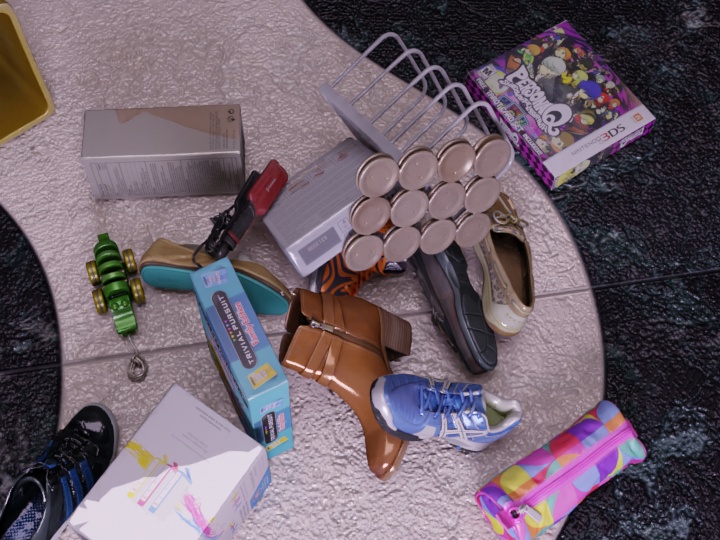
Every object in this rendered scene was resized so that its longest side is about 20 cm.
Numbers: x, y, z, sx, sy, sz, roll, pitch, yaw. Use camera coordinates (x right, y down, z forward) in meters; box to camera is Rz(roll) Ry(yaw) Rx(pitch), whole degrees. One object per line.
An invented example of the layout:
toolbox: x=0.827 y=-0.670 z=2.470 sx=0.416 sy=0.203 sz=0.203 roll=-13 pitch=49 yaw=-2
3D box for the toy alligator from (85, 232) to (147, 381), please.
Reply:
toy alligator: x=-0.288 y=0.032 z=1.184 sx=0.058 sy=0.055 sz=0.203 roll=-16 pitch=64 yaw=-10

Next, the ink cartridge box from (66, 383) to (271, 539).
ink cartridge box: x=-0.200 y=0.250 z=1.035 sx=0.124 sy=0.129 sz=0.201 roll=31 pitch=66 yaw=13

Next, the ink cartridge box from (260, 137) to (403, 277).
ink cartridge box: x=-0.039 y=-0.083 z=1.202 sx=0.159 sy=0.048 sz=0.200 roll=-36 pitch=24 yaw=-4

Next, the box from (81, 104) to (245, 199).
box: x=-0.246 y=-0.149 z=1.258 sx=0.195 sy=0.095 sz=0.079 roll=-2 pitch=61 yaw=-4

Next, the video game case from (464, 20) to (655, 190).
video game case: x=0.269 y=-0.228 z=1.349 sx=0.179 sy=0.036 sz=0.201 roll=-28 pitch=67 yaw=-17

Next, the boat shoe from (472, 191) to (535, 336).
boat shoe: x=0.181 y=-0.020 z=1.209 sx=0.072 sy=0.063 sz=0.203 roll=9 pitch=56 yaw=-22

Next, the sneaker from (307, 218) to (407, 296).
sneaker: x=0.000 y=0.000 z=1.198 sx=0.110 sy=0.078 sz=0.203 roll=11 pitch=63 yaw=5

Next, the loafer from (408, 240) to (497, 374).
loafer: x=0.108 y=0.039 z=1.200 sx=0.062 sy=0.071 sz=0.203 roll=-32 pitch=59 yaw=28

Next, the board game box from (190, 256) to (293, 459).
board game box: x=-0.125 y=0.102 z=1.072 sx=0.046 sy=0.201 sz=0.153 roll=-23 pitch=65 yaw=-13

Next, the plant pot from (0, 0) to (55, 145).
plant pot: x=-0.544 y=-0.275 z=1.264 sx=0.194 sy=0.196 sz=0.200 roll=-36 pitch=63 yaw=-19

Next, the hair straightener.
hair straightener: x=-0.151 y=-0.055 z=1.203 sx=0.041 sy=0.076 sz=0.202 roll=47 pitch=41 yaw=-26

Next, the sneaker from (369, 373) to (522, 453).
sneaker: x=0.092 y=0.144 z=1.073 sx=0.197 sy=0.077 sz=0.077 roll=15 pitch=56 yaw=-39

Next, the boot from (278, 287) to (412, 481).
boot: x=-0.016 y=0.120 z=1.096 sx=0.153 sy=0.076 sz=0.204 roll=19 pitch=64 yaw=-28

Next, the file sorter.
file sorter: x=0.071 y=-0.176 z=1.208 sx=0.124 sy=0.139 sz=0.200 roll=-43 pitch=51 yaw=0

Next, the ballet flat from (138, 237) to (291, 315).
ballet flat: x=-0.169 y=-0.001 z=1.202 sx=0.196 sy=0.069 sz=0.064 roll=14 pitch=48 yaw=4

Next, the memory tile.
memory tile: x=0.074 y=-0.078 z=1.122 sx=0.196 sy=0.155 sz=0.017 roll=-12 pitch=43 yaw=-25

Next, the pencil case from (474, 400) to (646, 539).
pencil case: x=0.219 y=0.225 z=1.088 sx=0.198 sy=0.089 sz=0.089 roll=-33 pitch=68 yaw=-18

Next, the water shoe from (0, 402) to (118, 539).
water shoe: x=-0.326 y=0.228 z=1.068 sx=0.070 sy=0.079 sz=0.202 roll=22 pitch=64 yaw=9
